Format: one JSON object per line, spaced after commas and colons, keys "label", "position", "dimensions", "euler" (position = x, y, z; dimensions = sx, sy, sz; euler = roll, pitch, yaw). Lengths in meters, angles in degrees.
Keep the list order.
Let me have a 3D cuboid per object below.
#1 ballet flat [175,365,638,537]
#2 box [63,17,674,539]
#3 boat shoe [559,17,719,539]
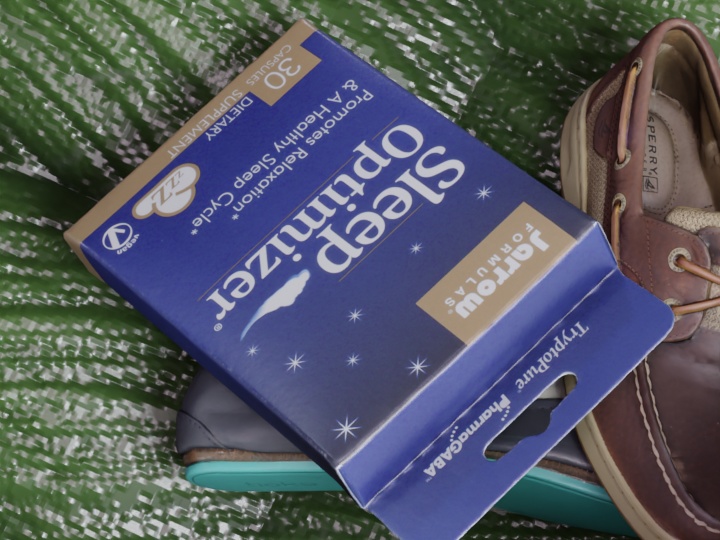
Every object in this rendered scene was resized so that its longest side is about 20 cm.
{"label": "ballet flat", "position": [0.034, 0.051, 0.909], "dimensions": [0.200, 0.073, 0.073], "euler": [6, 81, 9]}
{"label": "box", "position": [0.000, 0.000, 0.884], "dimensions": [0.121, 0.032, 0.200], "euler": [-43, 50, -11]}
{"label": "boat shoe", "position": [0.113, 0.003, 0.874], "dimensions": [0.072, 0.072, 0.200], "euler": [9, 55, -18]}
